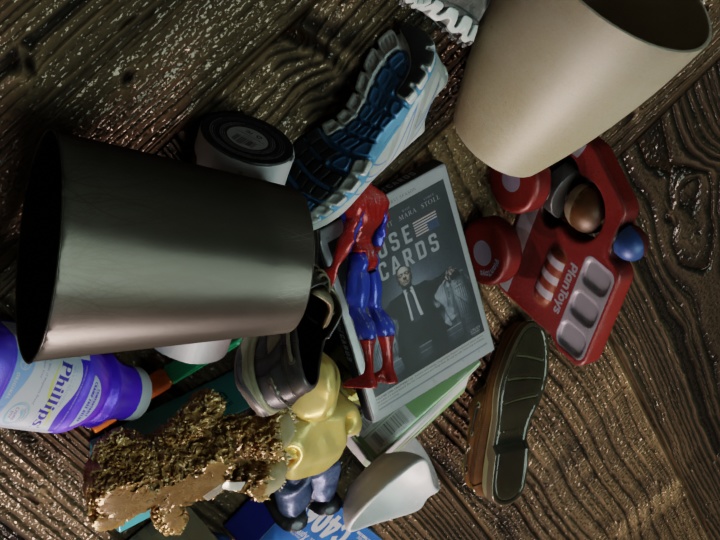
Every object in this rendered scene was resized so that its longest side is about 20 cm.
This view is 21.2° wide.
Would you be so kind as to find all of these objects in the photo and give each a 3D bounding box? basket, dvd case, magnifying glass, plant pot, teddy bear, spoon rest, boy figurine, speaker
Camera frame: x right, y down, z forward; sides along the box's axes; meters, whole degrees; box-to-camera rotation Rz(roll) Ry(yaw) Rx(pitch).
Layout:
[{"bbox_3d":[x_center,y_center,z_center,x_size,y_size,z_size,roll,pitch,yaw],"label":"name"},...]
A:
[{"bbox_3d":[-0.146,-0.011,1.448,0.199,0.136,0.181,4,116,-22],"label":"basket"},{"bbox_3d":[0.040,0.019,1.773,0.150,0.025,0.201,-29,118,-25],"label":"dvd case"},{"bbox_3d":[-0.151,0.080,1.679,0.199,0.022,0.080,-34,178,-11],"label":"magnifying glass"},{"bbox_3d":[0.171,-0.182,1.672,0.187,0.188,0.200,-6,142,-44],"label":"plant pot"},{"bbox_3d":[-0.146,0.162,1.652,0.199,0.067,0.146,-20,140,-12],"label":"teddy bear"},{"bbox_3d":[0.037,0.209,1.874,0.099,0.061,0.200,-47,172,13],"label":"spoon rest"},{"bbox_3d":[-0.054,0.151,1.750,0.124,0.064,0.201,-24,138,-25],"label":"boy figurine"},{"bbox_3d":[-0.119,-0.023,1.577,0.081,0.081,0.201,-11,132,-42],"label":"speaker"}]

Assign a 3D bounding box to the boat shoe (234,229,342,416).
[{"bbox_3d":[-0.050,0.033,1.625,0.073,0.201,0.075,-12,141,26],"label":"boat shoe"}]

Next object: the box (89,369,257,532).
[{"bbox_3d":[-0.149,0.155,1.751,0.199,0.049,0.083,-26,141,-29],"label":"box"}]

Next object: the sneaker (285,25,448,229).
[{"bbox_3d":[0.010,-0.108,1.645,0.200,0.075,0.087,-50,152,4],"label":"sneaker"}]

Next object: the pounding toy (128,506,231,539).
[{"bbox_3d":[-0.115,0.341,1.841,0.142,0.200,0.185,-38,145,-14],"label":"pounding toy"}]

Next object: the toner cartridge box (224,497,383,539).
[{"bbox_3d":[-0.054,0.271,1.978,0.095,0.043,0.200,-46,146,-1],"label":"toner cartridge box"}]

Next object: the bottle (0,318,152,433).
[{"bbox_3d":[-0.251,0.089,1.558,0.200,0.065,0.084,16,107,-53],"label":"bottle"}]

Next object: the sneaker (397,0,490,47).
[{"bbox_3d":[0.057,-0.253,1.557,0.091,0.066,0.200,-56,149,7],"label":"sneaker"}]

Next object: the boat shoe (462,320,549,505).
[{"bbox_3d":[0.145,0.146,2.053,0.072,0.068,0.201,6,100,-39],"label":"boat shoe"}]

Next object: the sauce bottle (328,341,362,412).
[{"bbox_3d":[-0.004,0.098,1.840,0.200,0.066,0.066,-50,146,1],"label":"sauce bottle"}]

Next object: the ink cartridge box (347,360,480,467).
[{"bbox_3d":[0.048,0.139,1.944,0.145,0.048,0.200,-42,174,-9],"label":"ink cartridge box"}]

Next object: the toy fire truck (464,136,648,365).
[{"bbox_3d":[0.202,-0.032,1.842,0.112,0.168,0.201,-10,132,-42],"label":"toy fire truck"}]

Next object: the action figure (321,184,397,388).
[{"bbox_3d":[0.000,0.000,1.690,0.065,0.051,0.202,-6,96,-55],"label":"action figure"}]
